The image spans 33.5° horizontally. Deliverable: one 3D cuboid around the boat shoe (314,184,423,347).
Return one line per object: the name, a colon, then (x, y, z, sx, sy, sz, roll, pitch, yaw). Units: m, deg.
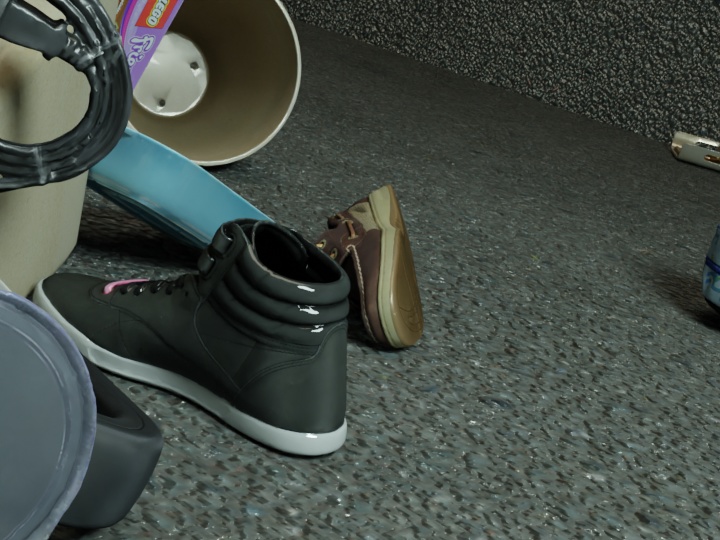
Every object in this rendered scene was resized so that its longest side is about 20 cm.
boat shoe: (0.000, 0.000, 0.836, 0.071, 0.073, 0.200, -15, 26, 5)

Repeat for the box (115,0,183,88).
box: (-0.211, -0.118, 0.771, 0.039, 0.201, 0.136, 48, 29, 22)

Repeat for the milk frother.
milk frother: (-0.151, -0.013, 0.442, 0.179, 0.202, 0.188, 4, 18, -39)

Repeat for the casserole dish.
casserole dish: (-0.127, -0.048, 0.800, 0.120, 0.039, 0.200, 23, -7, 29)

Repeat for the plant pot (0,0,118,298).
plant pot: (-0.245, -0.073, 0.618, 0.198, 0.201, 0.177, 12, 27, -10)

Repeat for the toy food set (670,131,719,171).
toy food set: (0.704, -0.240, 2.394, 0.142, 0.061, 0.200, 17, 14, 6)

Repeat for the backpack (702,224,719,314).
backpack: (0.404, 0.012, 1.062, 0.198, 0.155, 0.163, 4, 20, 8)

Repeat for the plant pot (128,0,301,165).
plant pot: (-0.176, -0.200, 1.197, 0.186, 0.189, 0.200, 9, 2, -20)

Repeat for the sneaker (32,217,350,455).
sneaker: (-0.083, 0.011, 0.618, 0.199, 0.100, 0.071, 21, 18, 26)
